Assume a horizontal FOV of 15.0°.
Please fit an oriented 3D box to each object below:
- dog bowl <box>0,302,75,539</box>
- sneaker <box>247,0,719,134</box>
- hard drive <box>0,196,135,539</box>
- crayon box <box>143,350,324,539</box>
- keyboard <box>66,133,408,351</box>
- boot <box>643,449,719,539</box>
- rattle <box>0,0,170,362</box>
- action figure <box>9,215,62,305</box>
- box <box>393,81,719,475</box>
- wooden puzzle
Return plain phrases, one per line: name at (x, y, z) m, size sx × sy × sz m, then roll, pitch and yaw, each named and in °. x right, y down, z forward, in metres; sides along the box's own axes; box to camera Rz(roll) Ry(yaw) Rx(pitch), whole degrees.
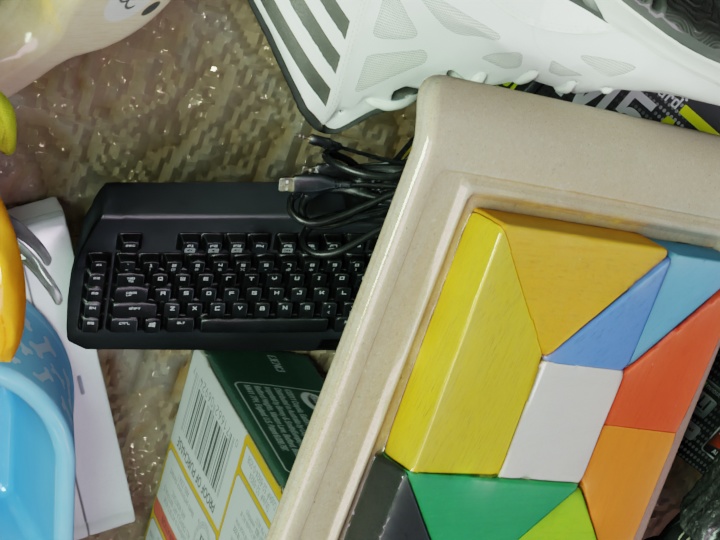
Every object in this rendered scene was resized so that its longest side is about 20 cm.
dog bowl at (-0.152, 0.102, 0.971) m, size 0.111 × 0.050 × 0.200 m, roll -4°, pitch 117°, yaw -18°
sneaker at (0.047, -0.088, 0.945) m, size 0.200 × 0.076 × 0.115 m, roll 24°, pitch 132°, yaw -23°
hard drive at (-0.190, 0.061, 0.982) m, size 0.200 × 0.027 × 0.132 m, roll -16°, pitch 119°, yaw -11°
crayon box at (-0.047, 0.144, 1.015) m, size 0.051 × 0.126 × 0.200 m, roll 8°, pitch 112°, yaw -23°
keyboard at (0.000, 0.000, 0.956) m, size 0.200 × 0.040 × 0.104 m, roll -1°, pitch 133°, yaw -12°
boot at (0.205, 0.080, 1.055) m, size 0.211 × 0.079 × 0.158 m, roll -1°, pitch 129°, yaw -48°
rattle at (-0.069, -0.071, 0.852) m, size 0.200 × 0.143 × 0.130 m, roll -13°, pitch 133°, yaw -46°
action figure at (-0.197, -0.025, 0.888) m, size 0.200 × 0.119 × 0.102 m, roll -2°, pitch 120°, yaw -13°
box at (0.126, -0.028, 1.039) m, size 0.200 × 0.044 × 0.160 m, roll 38°, pitch 99°, yaw -30°
wooden puzzle at (0.060, 0.044, 0.930) m, size 0.185 × 0.037 × 0.200 m, roll 8°, pitch 102°, yaw -45°
